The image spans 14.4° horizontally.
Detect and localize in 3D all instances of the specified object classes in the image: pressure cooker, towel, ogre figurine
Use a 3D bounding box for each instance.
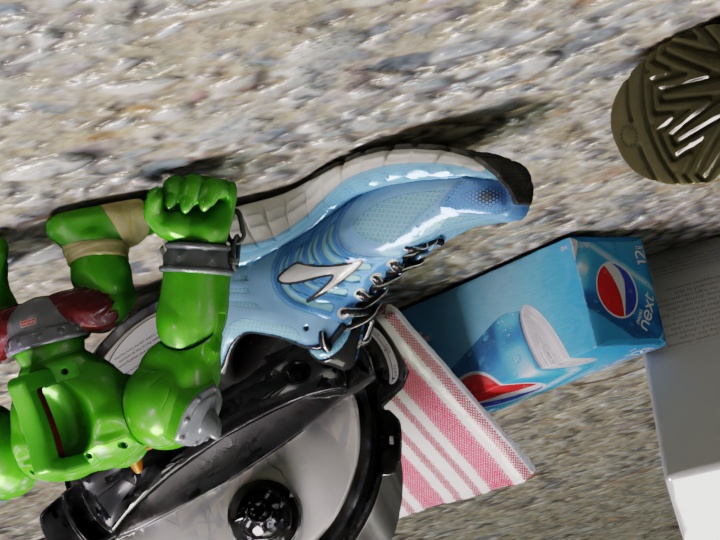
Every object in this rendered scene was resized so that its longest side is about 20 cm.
[{"bbox_3d":[-0.065,0.099,1.514,0.178,0.177,0.200,14,169,9],"label":"pressure cooker"},{"bbox_3d":[-0.011,0.090,1.703,0.200,0.030,0.146,-18,125,38],"label":"towel"},{"bbox_3d":[-0.137,0.038,1.308,0.199,0.120,0.098,-14,168,5],"label":"ogre figurine"}]

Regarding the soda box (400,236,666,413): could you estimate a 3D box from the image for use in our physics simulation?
[{"bbox_3d":[0.083,0.041,1.685,0.064,0.068,0.200,-1,163,-42],"label":"soda box"}]

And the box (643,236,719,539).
[{"bbox_3d":[0.226,0.087,1.666,0.097,0.200,0.125,-15,127,9],"label":"box"}]

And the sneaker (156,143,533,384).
[{"bbox_3d":[0.000,0.000,1.351,0.200,0.090,0.078,-22,166,31],"label":"sneaker"}]

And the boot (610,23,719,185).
[{"bbox_3d":[0.233,-0.081,1.297,0.175,0.066,0.200,-20,167,33],"label":"boot"}]
